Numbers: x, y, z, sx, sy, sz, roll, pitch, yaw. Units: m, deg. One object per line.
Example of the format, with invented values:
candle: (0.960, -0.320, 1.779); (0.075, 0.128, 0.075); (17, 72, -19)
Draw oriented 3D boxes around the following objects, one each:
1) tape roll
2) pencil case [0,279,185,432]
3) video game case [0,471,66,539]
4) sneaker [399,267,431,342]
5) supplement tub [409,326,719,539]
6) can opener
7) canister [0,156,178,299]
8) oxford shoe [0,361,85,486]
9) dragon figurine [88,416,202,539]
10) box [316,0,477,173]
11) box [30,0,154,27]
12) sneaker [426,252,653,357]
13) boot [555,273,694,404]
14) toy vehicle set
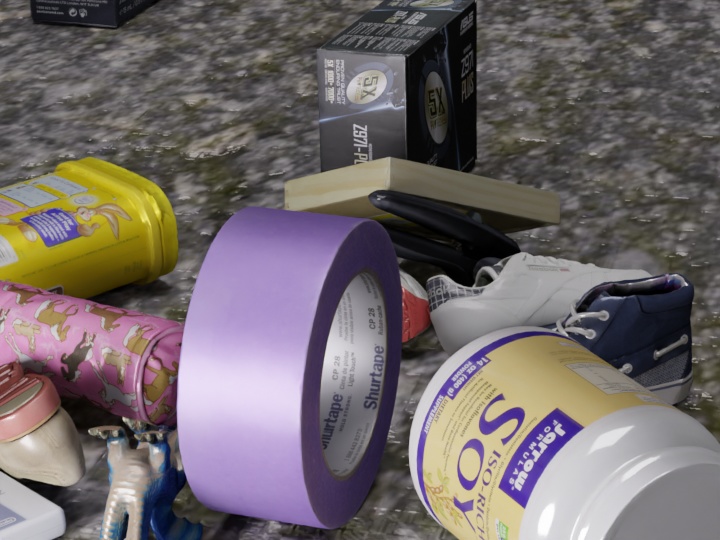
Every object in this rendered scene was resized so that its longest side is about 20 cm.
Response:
tape roll: (-0.042, 0.062, 1.372); (0.085, 0.201, 0.200); (6, 23, 18)
pencil case: (-0.207, 0.059, 1.534); (0.199, 0.087, 0.083); (12, 23, 31)
video game case: (-0.323, 0.164, 1.372); (0.200, 0.023, 0.182); (-20, 29, -38)
sneaker: (0.000, 0.000, 1.681); (0.082, 0.078, 0.200); (-13, 25, -30)
supplement tub: (0.133, 0.131, 1.267); (0.145, 0.146, 0.200); (-12, 24, -25)
can opener: (0.069, -0.024, 1.661); (0.078, 0.064, 0.200); (-2, -19, 41)
canister: (-0.272, -0.018, 1.729); (0.200, 0.087, 0.148); (-21, 29, -36)
oxford shoe: (-0.240, 0.112, 1.450); (0.070, 0.075, 0.200); (-35, 15, -15)
dragon figurine: (-0.133, 0.147, 1.355); (0.059, 0.100, 0.200); (3, 4, 14)
box: (0.037, -0.147, 1.922); (0.086, 0.165, 0.200); (7, 23, 20)
box: (-0.309, -0.415, 2.539); (0.117, 0.201, 0.197); (6, 24, 17)
sneaker: (0.142, 0.020, 1.592); (0.199, 0.081, 0.076); (-14, -16, -34)
boot: (0.148, 0.058, 1.513); (0.199, 0.091, 0.073); (-12, 25, -24)
toy vehicle set: (0.052, -0.055, 1.726); (0.199, 0.027, 0.124); (9, -13, -43)
